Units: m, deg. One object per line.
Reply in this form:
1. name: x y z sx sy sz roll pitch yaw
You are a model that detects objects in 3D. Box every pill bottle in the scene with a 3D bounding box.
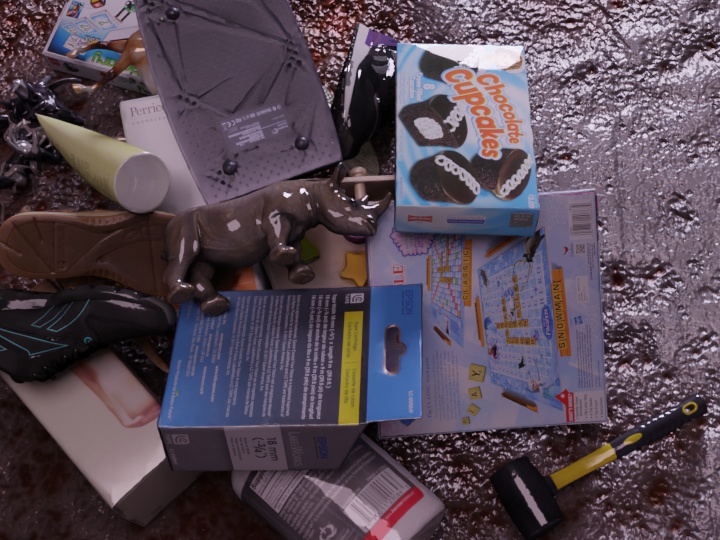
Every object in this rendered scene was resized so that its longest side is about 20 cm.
1. pill bottle: -0.037 0.173 0.989 0.200 0.111 0.111 39 76 18

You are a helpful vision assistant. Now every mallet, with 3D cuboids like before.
1. mallet: 0.212 0.166 1.013 0.199 0.041 0.066 -19 68 -7

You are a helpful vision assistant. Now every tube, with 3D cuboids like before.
1. tube: -0.227 -0.096 1.037 0.052 0.200 0.058 -7 107 -32

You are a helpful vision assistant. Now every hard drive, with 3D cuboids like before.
1. hard drive: -0.106 -0.160 1.026 0.134 0.042 0.201 -20 79 -7

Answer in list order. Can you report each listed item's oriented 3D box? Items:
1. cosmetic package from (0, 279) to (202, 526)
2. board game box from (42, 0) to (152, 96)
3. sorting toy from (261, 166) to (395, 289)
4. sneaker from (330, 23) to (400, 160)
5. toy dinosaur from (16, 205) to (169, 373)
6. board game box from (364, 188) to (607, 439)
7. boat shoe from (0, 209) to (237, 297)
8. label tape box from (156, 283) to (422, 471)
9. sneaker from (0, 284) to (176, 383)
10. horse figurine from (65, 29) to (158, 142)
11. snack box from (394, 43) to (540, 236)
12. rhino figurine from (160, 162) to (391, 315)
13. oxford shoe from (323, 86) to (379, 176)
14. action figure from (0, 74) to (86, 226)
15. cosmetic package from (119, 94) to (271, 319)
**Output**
1. cosmetic package: -0.230 0.114 1.035 0.087 0.103 0.200 -41 72 -10
2. board game box: -0.206 -0.242 1.209 0.199 0.035 0.127 17 72 11
3. sorting toy: 0.000 0.000 1.068 0.199 0.107 0.181 -3 78 -2
4. sneaker: 0.022 -0.164 1.102 0.087 0.076 0.200 17 38 -4
5. toy dinosaur: -0.232 0.022 1.067 0.200 0.106 0.060 41 118 0
6. board game box: 0.106 0.036 1.018 0.198 0.041 0.201 -3 94 -2
7. boat shoe: -0.205 -0.021 1.012 0.199 0.072 0.073 2 102 -13
8. label tape box: -0.049 0.084 0.942 0.199 0.063 0.145 -2 45 5
9. sneaker: -0.246 0.054 0.977 0.199 0.075 0.080 -2 78 12
10. horse figurine: -0.202 -0.173 1.145 0.132 0.050 0.201 -26 86 11
11. snack box: 0.087 -0.115 1.012 0.115 0.037 0.201 1 50 0
12. rhino figurine: -0.068 -0.033 0.962 0.199 0.060 0.088 -19 56 -7
13. oxford shoe: -0.061 -0.152 1.144 0.200 0.075 0.058 44 114 2
14. action figure: -0.341 -0.120 1.139 0.118 0.102 0.201 15 71 23
15. cosmetic package: -0.147 -0.059 1.080 0.101 0.071 0.201 -11 88 0
